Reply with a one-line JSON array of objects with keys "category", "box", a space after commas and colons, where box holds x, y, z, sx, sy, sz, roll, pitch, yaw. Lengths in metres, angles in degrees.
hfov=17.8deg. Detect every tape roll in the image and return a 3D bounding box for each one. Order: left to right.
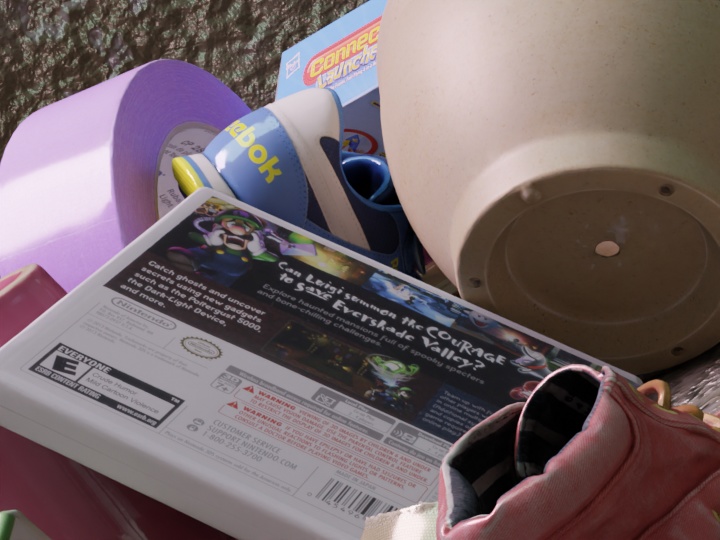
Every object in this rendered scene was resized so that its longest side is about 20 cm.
[{"category": "tape roll", "box": [-0.081, 0.008, 1.052, 0.066, 0.200, 0.200, -20, 13, 24]}]

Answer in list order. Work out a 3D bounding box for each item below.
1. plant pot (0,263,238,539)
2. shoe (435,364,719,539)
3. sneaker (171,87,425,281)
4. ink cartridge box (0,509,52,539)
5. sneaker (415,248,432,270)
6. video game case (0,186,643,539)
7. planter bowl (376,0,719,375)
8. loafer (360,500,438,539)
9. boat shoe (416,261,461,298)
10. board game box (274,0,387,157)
[{"category": "plant pot", "box": [-0.130, 0.105, 0.900, 0.200, 0.179, 0.200, -33, 8, 5]}, {"category": "shoe", "box": [0.087, 0.058, 0.648, 0.071, 0.091, 0.200, -28, 9, 32]}, {"category": "sneaker", "box": [0.000, 0.000, 1.026, 0.082, 0.200, 0.074, -42, 41, -5]}, {"category": "ink cartridge box", "box": [-0.171, 0.187, 0.748, 0.200, 0.084, 0.145, -29, 32, 27]}, {"category": "sneaker", "box": [0.007, 0.033, 1.237, 0.200, 0.090, 0.075, -56, 19, 16]}, {"category": "video game case", "box": [-0.013, 0.046, 0.848, 0.182, 0.200, 0.023, -45, -25, -57]}, {"category": "planter bowl", "box": [0.100, -0.043, 0.946, 0.200, 0.200, 0.135, -28, 35, 31]}, {"category": "loafer", "box": [0.021, 0.106, 0.697, 0.200, 0.068, 0.076, -39, 10, -39]}, {"category": "boat shoe", "box": [-0.011, 0.039, 1.159, 0.200, 0.065, 0.071, -34, -30, 3]}, {"category": "board game box", "box": [0.094, -0.077, 1.101, 0.200, 0.196, 0.056, -25, 49, 44]}]
